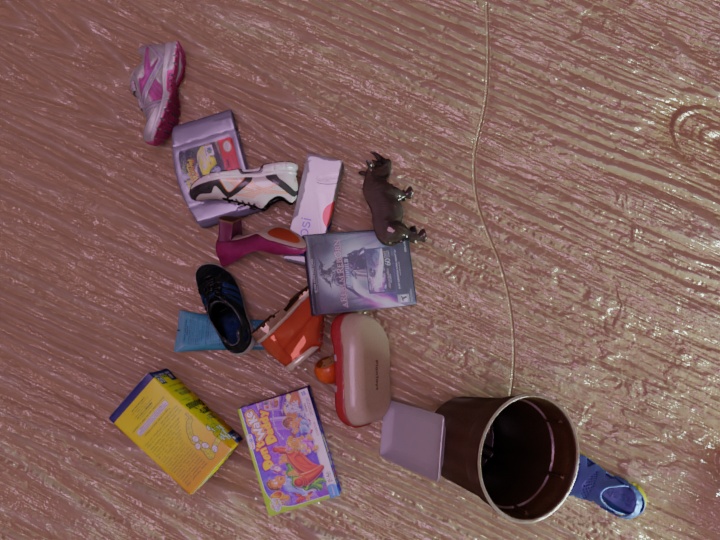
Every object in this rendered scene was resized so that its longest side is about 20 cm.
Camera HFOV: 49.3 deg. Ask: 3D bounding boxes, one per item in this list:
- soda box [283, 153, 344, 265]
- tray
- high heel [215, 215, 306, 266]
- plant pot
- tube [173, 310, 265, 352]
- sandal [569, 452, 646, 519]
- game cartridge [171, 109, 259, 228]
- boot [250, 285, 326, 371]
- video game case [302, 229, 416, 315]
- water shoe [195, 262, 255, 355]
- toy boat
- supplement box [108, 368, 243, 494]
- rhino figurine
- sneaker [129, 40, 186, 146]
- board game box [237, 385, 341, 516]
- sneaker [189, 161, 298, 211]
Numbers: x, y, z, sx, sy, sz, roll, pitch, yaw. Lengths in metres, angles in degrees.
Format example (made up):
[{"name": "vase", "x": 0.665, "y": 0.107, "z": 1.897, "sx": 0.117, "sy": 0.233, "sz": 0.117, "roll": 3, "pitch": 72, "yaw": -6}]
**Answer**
[{"name": "soda box", "x": -0.084, "y": -0.107, "z": 1.432, "sx": 0.068, "sy": 0.063, "sz": 0.201, "roll": 13, "pitch": 88, "yaw": 3}, {"name": "tray", "x": 0.092, "y": 0.288, "z": 1.352, "sx": 0.022, "sy": 0.200, "sz": 0.108, "roll": 6, "pitch": 88, "yaw": -27}, {"name": "high heel", "x": -0.177, "y": -0.033, "z": 1.407, "sx": 0.199, "sy": 0.067, "sz": 0.097, "roll": 19, "pitch": 117, "yaw": 33}, {"name": "plant pot", "x": 0.220, "y": 0.294, "z": 1.307, "sx": 0.200, "sy": 0.198, "sz": 0.201, "roll": 1, "pitch": 88, "yaw": -27}, {"name": "tube", "x": -0.243, "y": 0.116, "z": 1.440, "sx": 0.199, "sy": 0.050, "sz": 0.078, "roll": 2, "pitch": 73, "yaw": 7}, {"name": "sandal", "x": 0.413, "y": 0.376, "z": 1.372, "sx": 0.199, "sy": 0.087, "sz": 0.080, "roll": 20, "pitch": 90, "yaw": 6}, {"name": "game cartridge", "x": -0.276, "y": -0.187, "z": 1.462, "sx": 0.133, "sy": 0.041, "sz": 0.201, "roll": -17, "pitch": 86, "yaw": 6}, {"name": "boot", "x": -0.090, "y": 0.089, "z": 1.405, "sx": 0.200, "sy": 0.075, "sz": 0.107, "roll": -43, "pitch": 95, "yaw": -23}, {"name": "video game case", "x": 0.000, "y": 0.000, "z": 1.405, "sx": 0.199, "sy": 0.019, "sz": 0.144, "roll": -5, "pitch": 84, "yaw": -22}, {"name": "water shoe", "x": -0.245, "y": 0.056, "z": 1.400, "sx": 0.071, "sy": 0.079, "sz": 0.200, "roll": -31, "pitch": 64, "yaw": -3}, {"name": "toy boat", "x": -0.025, "y": 0.175, "z": 1.401, "sx": 0.130, "sy": 0.130, "sz": 0.201, "roll": -3, "pitch": 87, "yaw": 32}, {"name": "supplement box", "x": -0.326, "y": 0.283, "z": 1.404, "sx": 0.200, "sy": 0.109, "sz": 0.110, "roll": 42, "pitch": 90, "yaw": 4}, {"name": "rhino figurine", "x": 0.048, "y": -0.132, "z": 1.416, "sx": 0.087, "sy": 0.060, "sz": 0.201, "roll": -9, "pitch": 69, "yaw": -21}, {"name": "sneaker", "x": -0.384, "y": -0.329, "z": 1.457, "sx": 0.088, "sy": 0.081, "sz": 0.201, "roll": 6, "pitch": 79, "yaw": 5}, {"name": "board game box", "x": -0.128, "y": 0.326, "z": 1.423, "sx": 0.134, "sy": 0.045, "sz": 0.201, "roll": -18, "pitch": 87, "yaw": 2}, {"name": "sneaker", "x": -0.206, "y": -0.142, "z": 1.402, "sx": 0.199, "sy": 0.074, "sz": 0.080, "roll": -9, "pitch": 89, "yaw": 3}]
